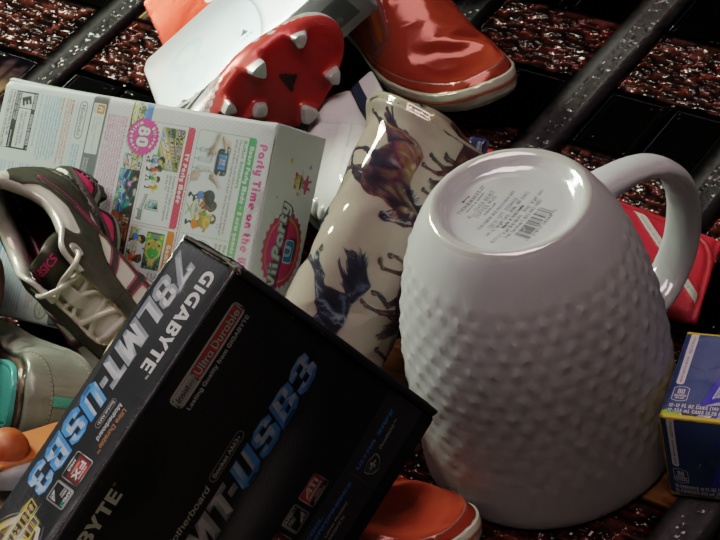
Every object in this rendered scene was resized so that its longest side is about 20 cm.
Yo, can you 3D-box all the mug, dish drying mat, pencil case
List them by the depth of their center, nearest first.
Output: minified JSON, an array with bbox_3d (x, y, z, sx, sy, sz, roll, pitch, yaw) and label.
[{"bbox_3d":[0.112,0.014,1.293,0.200,0.176,0.148,-35,45,-23],"label":"mug"},{"bbox_3d":[0.000,0.000,1.344,0.078,0.089,0.200,25,92,1],"label":"pencil case"},{"bbox_3d":[0.114,-0.029,1.405,0.200,0.018,0.077,22,49,4],"label":"dish drying mat"}]

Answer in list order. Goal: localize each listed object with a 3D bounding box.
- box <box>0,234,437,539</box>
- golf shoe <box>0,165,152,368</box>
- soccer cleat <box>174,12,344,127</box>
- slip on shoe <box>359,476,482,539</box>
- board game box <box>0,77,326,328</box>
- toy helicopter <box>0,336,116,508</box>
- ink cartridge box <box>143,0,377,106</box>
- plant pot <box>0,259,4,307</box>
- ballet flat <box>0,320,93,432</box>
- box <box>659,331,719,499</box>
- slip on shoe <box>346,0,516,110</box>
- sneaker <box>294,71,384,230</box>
[{"bbox_3d":[-0.074,0.110,1.171,0.050,0.198,0.200,29,83,38],"label":"box"},{"bbox_3d":[-0.154,0.022,1.363,0.077,0.088,0.200,-45,68,14],"label":"golf shoe"},{"bbox_3d":[-0.092,-0.093,1.525,0.200,0.069,0.085,-49,33,0],"label":"soccer cleat"},{"bbox_3d":[-0.030,0.113,1.289,0.200,0.061,0.074,17,33,13],"label":"slip on shoe"},{"bbox_3d":[-0.134,-0.029,1.442,0.200,0.064,0.148,12,89,28],"label":"board game box"},{"bbox_3d":[-0.161,0.106,1.230,0.079,0.132,0.200,12,54,28],"label":"toy helicopter"},{"bbox_3d":[-0.085,-0.193,1.632,0.160,0.047,0.200,-41,41,14],"label":"ink cartridge box"},{"bbox_3d":[-0.337,0.008,1.380,0.200,0.175,0.200,-31,32,22],"label":"plant pot"},{"bbox_3d":[-0.198,0.067,1.392,0.064,0.068,0.200,5,5,-23],"label":"ballet flat"},{"bbox_3d":[0.265,0.085,1.256,0.200,0.064,0.070,5,44,21],"label":"box"},{"bbox_3d":[0.034,-0.167,1.600,0.074,0.061,0.200,-27,43,-17],"label":"slip on shoe"},{"bbox_3d":[0.004,-0.041,1.480,0.080,0.076,0.200,-25,36,5],"label":"sneaker"}]
